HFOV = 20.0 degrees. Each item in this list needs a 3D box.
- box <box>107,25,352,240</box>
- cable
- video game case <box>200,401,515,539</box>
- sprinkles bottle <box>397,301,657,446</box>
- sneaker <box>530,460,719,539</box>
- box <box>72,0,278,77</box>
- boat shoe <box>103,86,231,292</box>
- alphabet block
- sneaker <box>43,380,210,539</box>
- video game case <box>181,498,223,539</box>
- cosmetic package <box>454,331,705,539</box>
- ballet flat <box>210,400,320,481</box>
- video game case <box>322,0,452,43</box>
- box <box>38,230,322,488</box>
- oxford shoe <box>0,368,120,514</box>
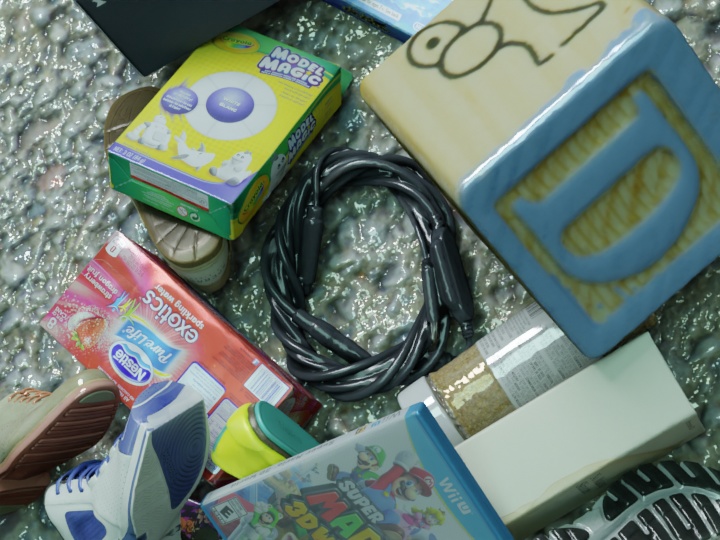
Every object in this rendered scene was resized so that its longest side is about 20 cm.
[{"bbox_3d":[-0.098,-0.122,1.609,0.117,0.049,0.200,22,50,17],"label":"box"},{"bbox_3d":[0.000,0.000,1.604,0.162,0.051,0.201,-21,76,14],"label":"cable"},{"bbox_3d":[0.000,0.187,1.462,0.199,0.018,0.144,-25,107,28],"label":"video game case"},{"bbox_3d":[0.126,0.067,1.541,0.199,0.068,0.068,-35,72,5],"label":"sprinkles bottle"},{"bbox_3d":[0.195,0.210,1.493,0.199,0.091,0.078,-23,48,-13],"label":"sneaker"},{"bbox_3d":[-0.139,-0.297,1.631,0.199,0.123,0.199,-27,52,11],"label":"box"},{"bbox_3d":[-0.154,-0.063,1.638,0.073,0.067,0.201,-21,52,-1],"label":"boat shoe"},{"bbox_3d":[0.149,-0.095,1.466,0.195,0.197,0.200,-39,34,2],"label":"alphabet block"},{"bbox_3d":[-0.185,0.165,1.524,0.115,0.080,0.201,30,125,29],"label":"sneaker"},{"bbox_3d":[-0.117,0.277,1.572,0.199,0.036,0.183,18,81,17],"label":"video game case"},{"bbox_3d":[0.149,0.133,1.503,0.199,0.104,0.073,-31,73,7],"label":"cosmetic package"},{"bbox_3d":[-0.030,0.169,1.525,0.067,0.200,0.067,-44,26,20],"label":"ballet flat"},{"bbox_3d":[0.054,-0.279,1.649,0.199,0.045,0.182,29,85,18],"label":"video game case"},{"bbox_3d":[-0.140,0.073,1.592,0.200,0.095,0.100,40,89,18],"label":"box"},{"bbox_3d":[-0.256,0.119,1.585,0.200,0.070,0.074,-40,61,39],"label":"oxford shoe"}]
